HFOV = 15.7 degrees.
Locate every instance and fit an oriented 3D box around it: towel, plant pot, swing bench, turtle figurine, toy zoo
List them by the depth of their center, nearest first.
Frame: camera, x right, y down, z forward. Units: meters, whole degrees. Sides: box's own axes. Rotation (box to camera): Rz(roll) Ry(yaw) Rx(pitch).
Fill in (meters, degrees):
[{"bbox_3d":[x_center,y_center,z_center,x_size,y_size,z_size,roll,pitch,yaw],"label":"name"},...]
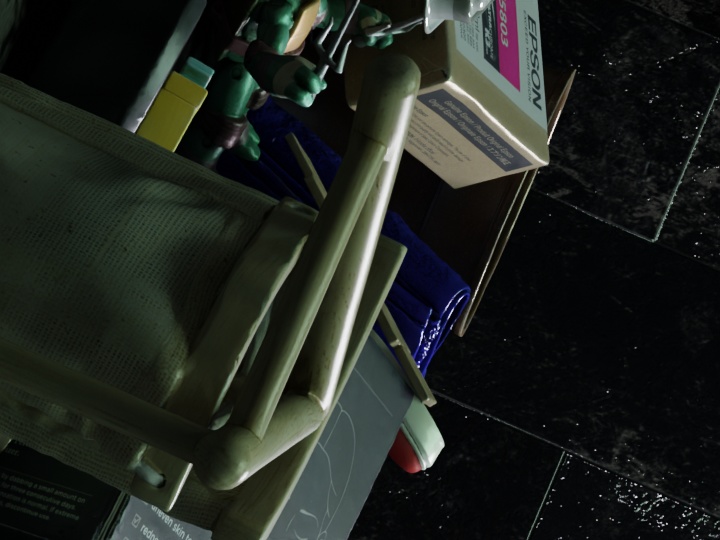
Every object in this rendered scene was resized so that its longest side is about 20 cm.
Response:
[{"bbox_3d":[-0.097,-0.014,0.754,0.200,0.198,0.130,94,20,-75],"label":"swing bench"},{"bbox_3d":[-0.121,-0.014,1.209,0.200,0.020,0.131,-63,-173,-16],"label":"toy zoo"},{"bbox_3d":[-0.041,-0.129,1.498,0.200,0.101,0.150,-51,171,36],"label":"turtle figurine"},{"bbox_3d":[-0.028,-0.009,1.639,0.050,0.200,0.148,-36,163,-33],"label":"towel"},{"bbox_3d":[0.021,-0.086,1.804,0.200,0.198,0.201,24,90,-85],"label":"plant pot"}]

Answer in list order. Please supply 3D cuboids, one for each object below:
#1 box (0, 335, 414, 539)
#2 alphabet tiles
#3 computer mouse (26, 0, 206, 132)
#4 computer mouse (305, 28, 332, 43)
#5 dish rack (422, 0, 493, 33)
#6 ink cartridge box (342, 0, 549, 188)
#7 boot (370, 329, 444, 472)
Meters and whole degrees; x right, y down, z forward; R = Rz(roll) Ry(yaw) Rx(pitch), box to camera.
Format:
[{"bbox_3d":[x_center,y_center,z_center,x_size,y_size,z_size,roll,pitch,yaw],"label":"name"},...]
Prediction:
[{"bbox_3d":[-0.093,0.088,1.331,0.197,0.124,0.200,-62,145,-20],"label":"box"},{"bbox_3d":[0.000,0.000,1.467,0.008,0.168,0.200,-27,175,1],"label":"alphabet tiles"},{"bbox_3d":[-0.128,-0.063,1.147,0.200,0.053,0.139,-53,-171,48],"label":"computer mouse"},{"bbox_3d":[-0.047,-0.177,1.657,0.200,0.034,0.059,-13,118,-76],"label":"computer mouse"},{"bbox_3d":[0.077,-0.222,1.460,0.200,0.043,0.172,-51,151,-73],"label":"dish rack"},{"bbox_3d":[0.051,-0.174,1.645,0.165,0.075,0.201,31,51,-59],"label":"ink cartridge box"},{"bbox_3d":[-0.058,0.071,1.543,0.144,0.200,0.072,-41,172,-10],"label":"boot"}]
